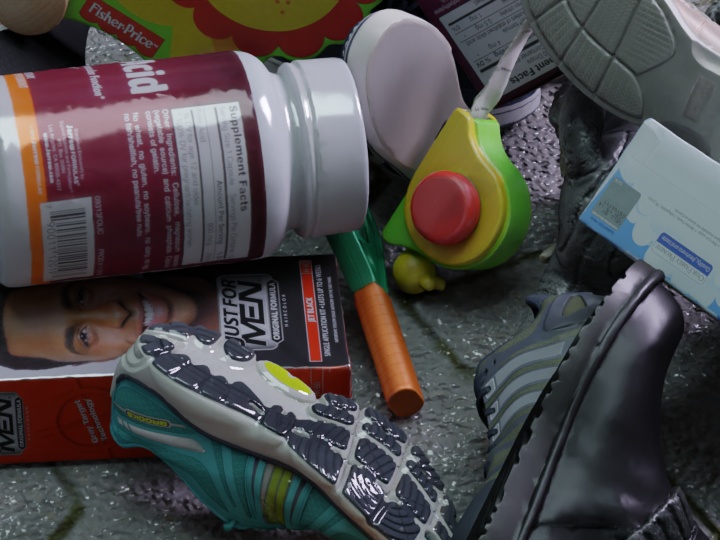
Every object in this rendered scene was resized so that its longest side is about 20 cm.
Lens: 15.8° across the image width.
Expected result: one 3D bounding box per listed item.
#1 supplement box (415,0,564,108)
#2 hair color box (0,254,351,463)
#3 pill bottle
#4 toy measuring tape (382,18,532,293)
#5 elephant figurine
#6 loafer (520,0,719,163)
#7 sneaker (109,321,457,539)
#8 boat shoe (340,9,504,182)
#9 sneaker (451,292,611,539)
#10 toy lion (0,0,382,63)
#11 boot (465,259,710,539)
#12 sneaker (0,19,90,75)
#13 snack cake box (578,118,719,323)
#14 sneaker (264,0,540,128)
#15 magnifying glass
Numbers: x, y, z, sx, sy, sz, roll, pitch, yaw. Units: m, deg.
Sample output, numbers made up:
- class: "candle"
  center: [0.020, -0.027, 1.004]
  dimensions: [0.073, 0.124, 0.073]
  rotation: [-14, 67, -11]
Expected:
- class: "supplement box"
  center: [0.083, -0.221, 1.539]
  dimensions: [0.103, 0.200, 0.131]
  rotation: [-25, 16, 43]
- class: "hair color box"
  center: [-0.108, 0.047, 1.407]
  dimensions: [0.199, 0.061, 0.102]
  rotation: [-3, 38, -5]
- class: "pill bottle"
  center: [-0.102, -0.058, 1.403]
  dimensions: [0.199, 0.114, 0.114]
  rotation: [-7, 38, -13]
- class: "toy measuring tape"
  center: [0.081, -0.065, 1.468]
  dimensions: [0.073, 0.200, 0.074]
  rotation: [29, 18, -10]
- class: "elephant figurine"
  center: [0.158, -0.051, 1.463]
  dimensions: [0.141, 0.156, 0.200]
  rotation: [-9, 20, 26]
- class: "loafer"
  center: [0.176, -0.107, 1.405]
  dimensions: [0.200, 0.072, 0.063]
  rotation: [36, 20, 14]
- class: "sneaker"
  center: [-0.038, 0.101, 1.330]
  dimensions: [0.200, 0.080, 0.078]
  rotation: [31, 32, 7]
- class: "boat shoe"
  center: [0.010, -0.101, 1.508]
  dimensions: [0.093, 0.200, 0.075]
  rotation: [29, 78, 28]
- class: "sneaker"
  center: [0.090, 0.086, 1.354]
  dimensions: [0.081, 0.074, 0.200]
  rotation: [8, 44, 30]
- class: "toy lion"
  center: [-0.088, -0.185, 1.503]
  dimensions: [0.200, 0.192, 0.069]
  rotation: [30, 27, -14]
- class: "boot"
  center: [0.147, 0.115, 1.248]
  dimensions: [0.157, 0.079, 0.212]
  rotation: [28, 69, 1]
- class: "sneaker"
  center: [-0.218, -0.105, 1.560]
  dimensions: [0.067, 0.108, 0.202]
  rotation: [36, 29, -17]
- class: "snack cake box"
  center: [0.215, 0.005, 1.367]
  dimensions: [0.115, 0.200, 0.067]
  rotation: [37, 94, 39]
- class: "sneaker"
  center: [0.019, -0.171, 1.624]
  dimensions: [0.202, 0.147, 0.077]
  rotation: [16, 38, 16]
- class: "magnifying glass"
  center: [0.000, 0.000, 1.473]
  dimensions: [0.022, 0.080, 0.200]
  rotation: [-29, 49, 9]
